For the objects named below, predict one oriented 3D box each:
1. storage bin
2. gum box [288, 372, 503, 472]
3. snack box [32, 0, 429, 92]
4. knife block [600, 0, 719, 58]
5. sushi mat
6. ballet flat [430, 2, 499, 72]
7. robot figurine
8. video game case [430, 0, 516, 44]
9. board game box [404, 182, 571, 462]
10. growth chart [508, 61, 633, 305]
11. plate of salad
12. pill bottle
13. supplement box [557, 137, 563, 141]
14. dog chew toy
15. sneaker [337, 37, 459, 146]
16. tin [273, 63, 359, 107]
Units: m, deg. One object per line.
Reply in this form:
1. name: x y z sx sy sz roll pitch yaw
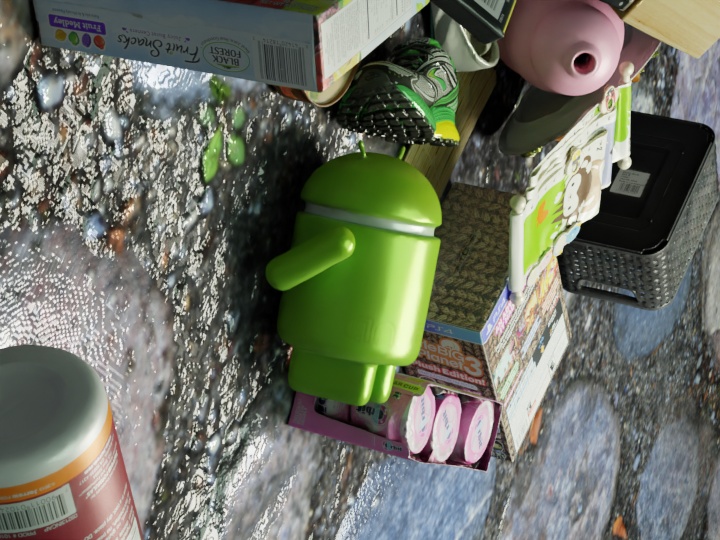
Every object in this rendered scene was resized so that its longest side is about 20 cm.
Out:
1. storage bin: 0.301 -0.069 2.014 0.201 0.134 0.094 -59 150 -33
2. gum box: 0.031 0.121 1.561 0.200 0.112 0.067 21 83 -65
3. snack box: -0.076 -0.169 1.098 0.142 0.198 0.054 -45 139 -49
4. knife block: 0.248 -0.244 1.583 0.064 0.200 0.176 -44 -165 23
5. sushi mat: 0.076 -0.127 1.658 0.201 0.012 0.096 -64 150 -28
6. ballet flat: 0.085 -0.250 1.558 0.070 0.069 0.201 -58 149 -35
7. robot figurine: 0.000 0.000 1.436 0.175 0.115 0.202 1 100 -66
8. video game case: 0.058 -0.300 1.391 0.199 0.025 0.182 35 62 -26
9. board game box: 0.116 0.049 1.725 0.160 0.096 0.201 -60 150 -33
10. growth chart: 0.186 -0.073 1.629 0.200 0.018 0.145 -49 148 -25
11. plate of salad: 0.214 -0.170 1.740 0.048 0.199 0.201 48 50 -17
12. pill bottle: -0.190 0.154 1.111 0.113 0.112 0.202 -52 146 -43
13. supplement box: 0.228 -0.231 1.869 0.069 0.066 0.202 -5 105 -61
14. dog chew toy: 0.180 -0.215 1.644 0.200 0.123 0.126 -104 -167 -66
15. sneaker: 0.032 -0.150 1.497 0.200 0.077 0.086 0 93 -76
16. tin: -0.017 -0.217 1.392 0.201 0.041 0.112 -66 149 -26
